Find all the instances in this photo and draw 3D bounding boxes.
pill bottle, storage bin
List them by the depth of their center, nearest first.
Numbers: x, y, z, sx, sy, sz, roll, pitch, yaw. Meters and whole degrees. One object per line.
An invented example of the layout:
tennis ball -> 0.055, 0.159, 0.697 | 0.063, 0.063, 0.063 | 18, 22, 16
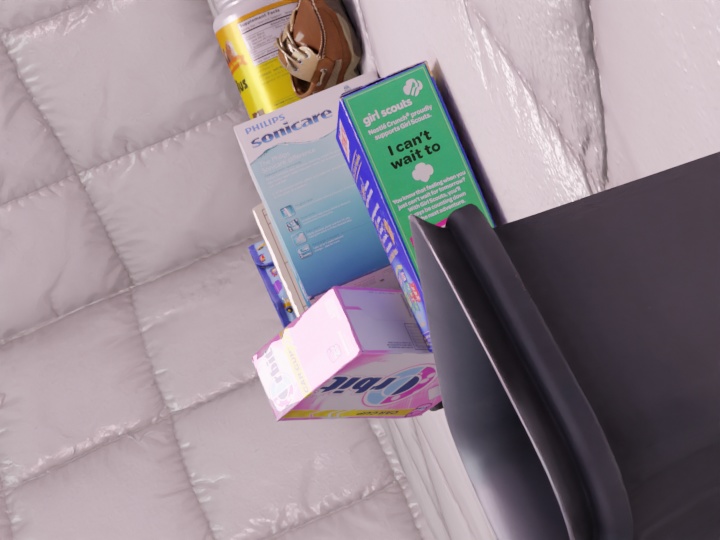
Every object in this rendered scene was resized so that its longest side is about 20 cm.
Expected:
storage bin -> 0.111, 0.052, 0.484 | 0.200, 0.134, 0.146 | 73, 173, -58
pill bottle -> -0.103, -0.255, 1.628 | 0.109, 0.109, 0.201 | -177, 64, -85

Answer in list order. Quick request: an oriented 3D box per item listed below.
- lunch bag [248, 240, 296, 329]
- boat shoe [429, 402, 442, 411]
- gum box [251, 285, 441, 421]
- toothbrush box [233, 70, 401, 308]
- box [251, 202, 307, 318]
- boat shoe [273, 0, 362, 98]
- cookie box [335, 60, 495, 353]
lunch bag -> -0.040, -0.004, 1.627 | 0.200, 0.150, 0.094 | -121, 9, -57
boat shoe -> 0.061, 0.054, 1.480 | 0.074, 0.068, 0.200 | -129, 17, -73
gum box -> 0.021, 0.074, 1.205 | 0.200, 0.113, 0.066 | 5, -126, -47
toothbrush box -> -0.012, -0.064, 1.275 | 0.085, 0.146, 0.200 | 77, 169, -63
box -> 0.000, 0.000, 1.390 | 0.109, 0.128, 0.200 | 13, -130, -65
boat shoe -> -0.043, -0.215, 1.351 | 0.200, 0.074, 0.076 | 81, 166, -71
cookie box -> 0.052, -0.042, 1.074 | 0.171, 0.075, 0.200 | 112, 134, -86
